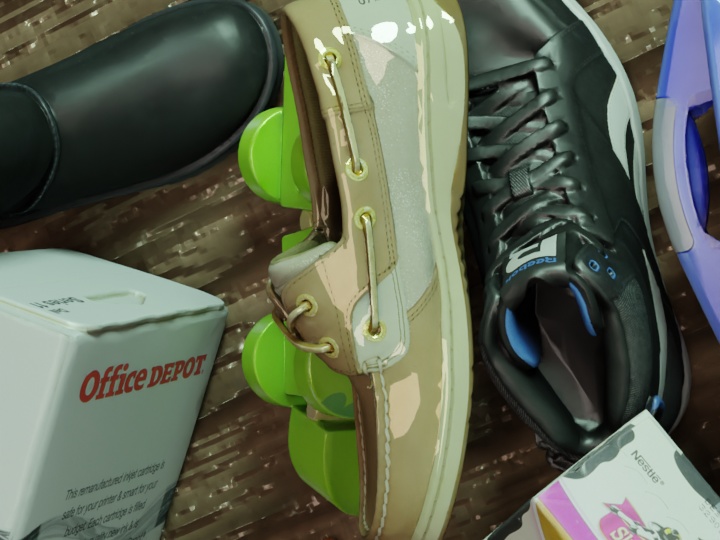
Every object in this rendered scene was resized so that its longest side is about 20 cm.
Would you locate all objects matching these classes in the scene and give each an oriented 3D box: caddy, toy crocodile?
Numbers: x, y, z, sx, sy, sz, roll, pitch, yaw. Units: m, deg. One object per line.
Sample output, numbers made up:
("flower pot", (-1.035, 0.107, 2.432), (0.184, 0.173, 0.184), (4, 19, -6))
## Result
("caddy", (0.151, -0.038, 0.718), (0.105, 0.141, 0.200), (-8, 90, 15))
("toy crocodile", (-0.006, -0.006, 0.812), (0.062, 0.067, 0.200), (-1, 90, -26))

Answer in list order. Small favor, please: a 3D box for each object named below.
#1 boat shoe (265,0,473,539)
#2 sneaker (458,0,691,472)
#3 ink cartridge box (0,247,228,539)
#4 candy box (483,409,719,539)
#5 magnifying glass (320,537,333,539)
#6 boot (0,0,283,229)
("boat shoe", (0.000, 0.000, 0.744), (0.066, 0.074, 0.200), (-1, 89, -13))
("sneaker", (0.066, -0.026, 0.760), (0.073, 0.112, 0.200), (-21, 88, 15))
("ink cartridge box", (-0.137, 0.096, 0.817), (0.083, 0.147, 0.200), (21, 98, 17))
("candy box", (0.078, 0.153, 0.738), (0.136, 0.061, 0.200), (50, 144, 9))
("magnifying glass", (0.008, 0.205, 0.844), (0.080, 0.022, 0.200), (-18, 89, 18))
("boot", (-0.130, -0.051, 0.776), (0.165, 0.200, 0.066), (-27, 85, 18))
